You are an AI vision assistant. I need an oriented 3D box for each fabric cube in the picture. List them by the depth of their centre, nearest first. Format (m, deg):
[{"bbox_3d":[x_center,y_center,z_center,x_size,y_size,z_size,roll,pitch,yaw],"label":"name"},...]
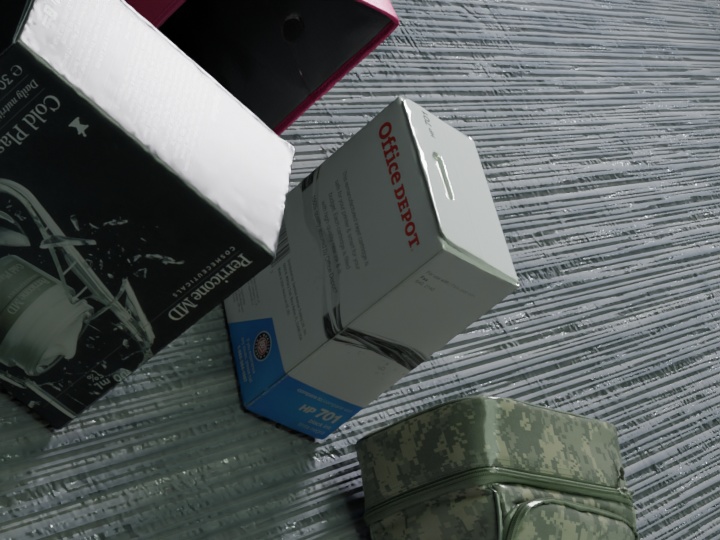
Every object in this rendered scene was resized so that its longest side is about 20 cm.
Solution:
[{"bbox_3d":[-0.127,-0.220,1.507,0.196,0.200,0.200,14,45,-50],"label":"fabric cube"}]

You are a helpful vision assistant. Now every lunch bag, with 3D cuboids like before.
[{"bbox_3d":[0.106,0.192,1.454,0.200,0.139,0.169,18,58,-48],"label":"lunch bag"}]

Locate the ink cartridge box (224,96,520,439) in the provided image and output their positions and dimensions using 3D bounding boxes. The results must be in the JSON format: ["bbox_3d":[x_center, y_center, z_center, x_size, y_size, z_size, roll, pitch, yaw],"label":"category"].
[{"bbox_3d":[0.000,0.000,1.435,0.086,0.200,0.147,28,35,-39],"label":"ink cartridge box"}]

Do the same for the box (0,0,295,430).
[{"bbox_3d":[-0.179,-0.046,1.205,0.196,0.200,0.124,39,31,-23],"label":"box"}]
